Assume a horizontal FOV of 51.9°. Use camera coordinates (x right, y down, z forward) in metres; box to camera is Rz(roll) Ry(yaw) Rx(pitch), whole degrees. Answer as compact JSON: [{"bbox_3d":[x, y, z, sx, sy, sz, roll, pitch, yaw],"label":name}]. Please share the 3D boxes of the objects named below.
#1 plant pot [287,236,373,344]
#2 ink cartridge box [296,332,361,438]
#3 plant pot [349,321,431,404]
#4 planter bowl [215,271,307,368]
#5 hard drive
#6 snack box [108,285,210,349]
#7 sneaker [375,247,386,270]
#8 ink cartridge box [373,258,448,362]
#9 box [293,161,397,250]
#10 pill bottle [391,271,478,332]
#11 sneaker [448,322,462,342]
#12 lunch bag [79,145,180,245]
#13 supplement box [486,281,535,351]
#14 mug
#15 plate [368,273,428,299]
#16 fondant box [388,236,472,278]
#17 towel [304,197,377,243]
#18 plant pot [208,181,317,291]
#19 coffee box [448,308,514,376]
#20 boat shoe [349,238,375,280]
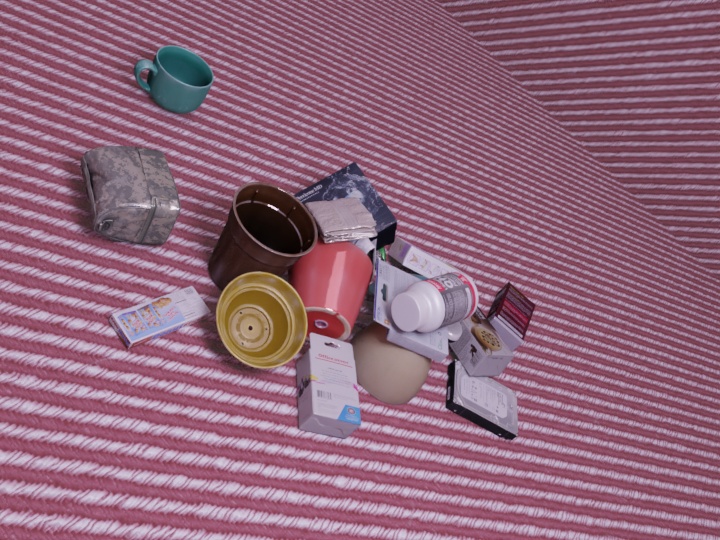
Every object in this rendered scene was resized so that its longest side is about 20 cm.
[{"bbox_3d":[-0.078,0.053,1.655,0.199,0.200,0.179,25,48,-19],"label":"plant pot"},{"bbox_3d":[-0.070,0.242,1.563,0.114,0.068,0.202,19,43,-26],"label":"ink cartridge box"},{"bbox_3d":[0.089,0.185,1.702,0.198,0.135,0.202,24,40,-22],"label":"plant pot"},{"bbox_3d":[-0.215,0.111,1.531,0.198,0.083,0.203,11,67,-26],"label":"planter bowl"},{"bbox_3d":[0.303,0.321,1.835,0.199,0.038,0.141,31,39,-15],"label":"hard drive"},{"bbox_3d":[-0.394,0.090,1.467,0.072,0.024,0.199,52,39,12],"label":"snack box"},{"bbox_3d":[-0.015,-0.069,1.921,0.200,0.078,0.085,43,44,17],"label":"sneaker"},{"bbox_3d":[0.107,0.089,1.668,0.198,0.041,0.201,26,40,-18],"label":"ink cartridge box"},{"bbox_3d":[-0.044,-0.126,1.835,0.195,0.118,0.201,-30,70,-15],"label":"box"},{"bbox_3d":[0.159,0.072,1.604,0.199,0.111,0.111,-14,62,-46],"label":"pill bottle"},{"bbox_3d":[0.180,0.147,1.826,0.072,0.113,0.201,18,22,-24],"label":"sneaker"},{"bbox_3d":[-0.486,-0.161,1.538,0.166,0.140,0.202,5,49,-38],"label":"lunch bag"},{"bbox_3d":[0.423,0.131,2.103,0.109,0.061,0.200,41,38,-2],"label":"supplement box"},{"bbox_3d":[-0.478,-0.483,1.879,0.183,0.115,0.153,26,41,-18],"label":"mug"},{"bbox_3d":[0.119,0.039,1.862,0.197,0.026,0.200,2,18,-1],"label":"plate"},{"bbox_3d":[0.185,-0.012,1.986,0.198,0.059,0.144,26,6,-18],"label":"fondant box"},{"bbox_3d":[-0.046,-0.120,1.684,0.131,0.035,0.200,-7,28,-17],"label":"towel"},{"bbox_3d":[-0.227,-0.051,1.608,0.198,0.198,0.202,24,41,-22],"label":"plant pot"},{"bbox_3d":[0.287,0.171,1.898,0.112,0.080,0.201,8,37,-39],"label":"coffee box"},{"bbox_3d":[0.000,0.000,1.760,0.073,0.201,0.067,-32,56,-23],"label":"boat shoe"}]
